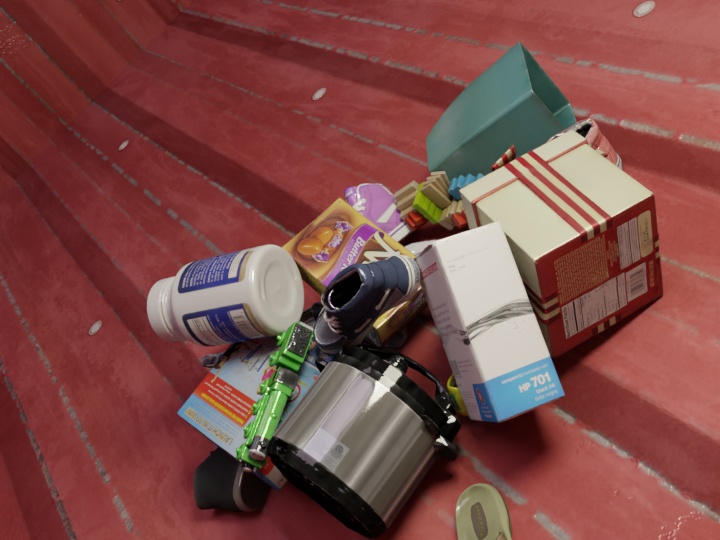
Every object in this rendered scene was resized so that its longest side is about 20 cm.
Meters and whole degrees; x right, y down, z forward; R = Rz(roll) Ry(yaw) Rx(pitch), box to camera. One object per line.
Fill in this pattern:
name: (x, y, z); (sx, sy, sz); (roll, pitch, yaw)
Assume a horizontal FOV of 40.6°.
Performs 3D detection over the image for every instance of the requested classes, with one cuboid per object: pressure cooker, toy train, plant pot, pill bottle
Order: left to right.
pill bottle: (-0.187, 0.040, 1.321); (0.198, 0.120, 0.120); (-10, 44, 30)
toy train: (-0.103, 0.153, 1.201); (0.056, 0.041, 0.201); (-43, 24, 53)
pressure cooker: (0.011, 0.188, 1.141); (0.201, 0.176, 0.178); (-52, 16, -18)
plant pot: (0.201, -0.197, 1.430); (0.199, 0.141, 0.142); (-34, 33, 26)

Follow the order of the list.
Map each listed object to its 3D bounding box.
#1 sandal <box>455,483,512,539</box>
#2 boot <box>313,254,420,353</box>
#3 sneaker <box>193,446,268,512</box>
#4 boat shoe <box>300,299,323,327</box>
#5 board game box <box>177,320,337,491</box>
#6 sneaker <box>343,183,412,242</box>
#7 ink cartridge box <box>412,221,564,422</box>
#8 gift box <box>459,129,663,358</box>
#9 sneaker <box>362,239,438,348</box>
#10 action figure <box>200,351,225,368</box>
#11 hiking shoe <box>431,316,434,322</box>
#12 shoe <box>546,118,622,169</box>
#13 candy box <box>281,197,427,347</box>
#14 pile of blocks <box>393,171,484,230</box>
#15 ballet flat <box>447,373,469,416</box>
sandal: (0.129, 0.299, 1.007); (0.079, 0.057, 0.202); (-35, 34, 11)
boot: (-0.021, 0.042, 1.156); (0.200, 0.090, 0.073); (-44, 61, 42)
sneaker: (-0.169, 0.240, 1.366); (0.105, 0.075, 0.201); (-11, 45, 35)
boat shoe: (-0.058, 0.076, 1.451); (0.199, 0.060, 0.074); (-30, 33, 19)
board game box: (-0.119, 0.161, 1.294); (0.199, 0.056, 0.196); (23, 70, 47)
sneaker: (-0.007, -0.060, 1.449); (0.073, 0.115, 0.200); (-38, 2, 45)
ink cartridge box: (0.138, 0.061, 1.089); (0.085, 0.202, 0.146); (-18, -5, -8)
gift box: (0.243, -0.039, 1.147); (0.199, 0.186, 0.187); (-25, 40, -13)
sneaker: (0.059, 0.041, 1.366); (0.199, 0.076, 0.114); (-26, 54, -4)
action figure: (-0.188, 0.127, 1.481); (0.200, 0.069, 0.132); (-179, 99, -70)
hiking shoe: (0.152, -0.011, 1.277); (0.074, 0.086, 0.202); (-5, 62, 41)
shoe: (0.254, -0.115, 1.314); (0.199, 0.091, 0.072); (-38, 33, 6)
candy box: (0.000, 0.000, 1.327); (0.117, 0.057, 0.200); (-42, 60, -17)
pile of blocks: (0.135, -0.095, 1.407); (0.198, 0.082, 0.063); (-6, 46, 29)
ballet flat: (0.163, 0.086, 1.204); (0.066, 0.067, 0.201); (1, 52, 48)
